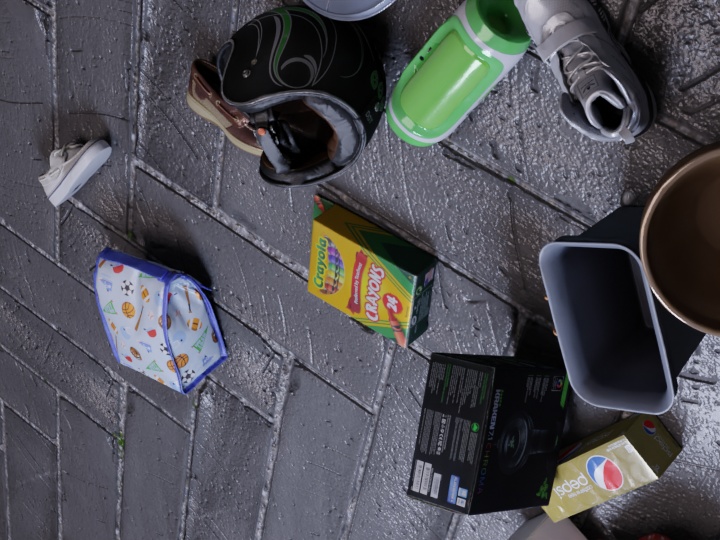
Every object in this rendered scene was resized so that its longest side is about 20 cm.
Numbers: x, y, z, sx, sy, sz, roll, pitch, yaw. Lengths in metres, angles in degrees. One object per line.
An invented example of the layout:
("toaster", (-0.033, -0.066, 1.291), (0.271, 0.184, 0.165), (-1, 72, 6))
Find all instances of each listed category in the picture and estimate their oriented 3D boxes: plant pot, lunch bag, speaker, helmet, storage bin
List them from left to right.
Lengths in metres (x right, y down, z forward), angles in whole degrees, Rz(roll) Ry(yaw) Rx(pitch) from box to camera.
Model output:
("lunch bag", (-0.311, 0.063, 1.965), (0.170, 0.124, 0.200), (17, 136, 36))
("helmet", (-0.070, -0.212, 1.480), (0.200, 0.191, 0.200), (0, 137, 0))
("speaker", (0.105, -0.218, 1.391), (0.088, 0.088, 0.200), (49, 140, 4))
("storage bin", (0.285, 0.030, 1.363), (0.146, 0.134, 0.200), (3, 119, 42))
("plant pot", (0.371, -0.041, 1.234), (0.201, 0.093, 0.201), (4, 113, 10))

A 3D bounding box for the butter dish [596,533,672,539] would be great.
("butter dish", (0.377, 0.394, 1.534), (0.200, 0.199, 0.148), (46, 110, 5))

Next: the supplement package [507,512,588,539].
("supplement package", (0.266, 0.429, 1.666), (0.200, 0.120, 0.121), (48, 156, 5))

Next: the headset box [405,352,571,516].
("headset box", (0.160, 0.192, 1.522), (0.093, 0.200, 0.174), (12, 92, 38))

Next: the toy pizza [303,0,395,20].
("toy pizza", (-0.008, -0.374, 1.395), (0.200, 0.032, 0.200), (7, 103, 35))

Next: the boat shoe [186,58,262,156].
("boat shoe", (-0.148, -0.212, 1.649), (0.200, 0.072, 0.072), (36, 139, 28))

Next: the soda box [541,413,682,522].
("soda box", (0.292, 0.241, 1.564), (0.068, 0.064, 0.200), (52, 141, 1))

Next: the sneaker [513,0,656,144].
("sneaker", (0.218, -0.207, 1.257), (0.075, 0.115, 0.200), (-36, 94, 24))

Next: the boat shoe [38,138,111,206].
("boat shoe", (-0.446, -0.164, 1.970), (0.066, 0.072, 0.200), (51, 149, -5))

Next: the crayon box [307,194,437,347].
("crayon box", (0.000, 0.000, 1.676), (0.200, 0.051, 0.127), (29, 135, 26))
